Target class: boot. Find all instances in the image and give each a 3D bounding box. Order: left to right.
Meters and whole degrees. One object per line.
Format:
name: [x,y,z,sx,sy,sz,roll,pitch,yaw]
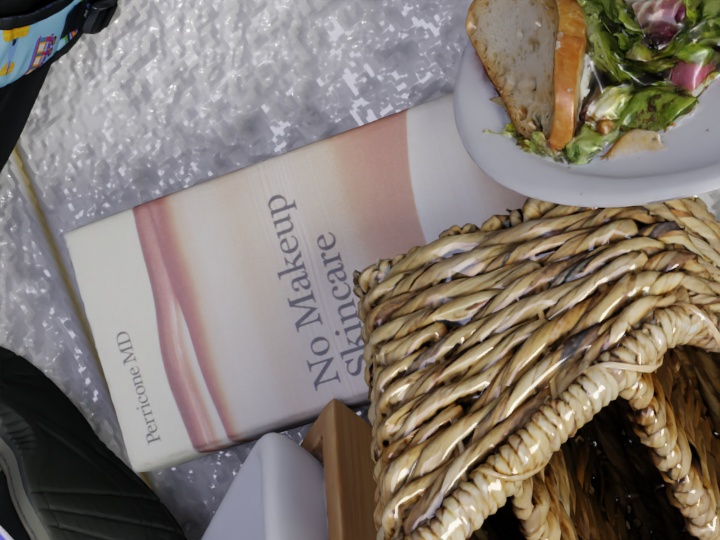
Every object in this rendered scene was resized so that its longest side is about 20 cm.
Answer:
boot: [-0.149,0.136,0.840,0.154,0.073,0.204,-59,43,13]

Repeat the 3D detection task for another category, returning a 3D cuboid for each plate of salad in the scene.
plate of salad: [0.116,-0.099,0.709,0.199,0.201,0.048,-24,124,14]

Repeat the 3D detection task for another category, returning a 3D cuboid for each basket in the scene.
basket: [0.097,0.088,0.718,0.142,0.150,0.201,-19,130,13]

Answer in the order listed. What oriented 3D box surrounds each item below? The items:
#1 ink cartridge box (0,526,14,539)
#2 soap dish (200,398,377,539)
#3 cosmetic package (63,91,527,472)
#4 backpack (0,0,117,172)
ink cartridge box: [-0.165,0.163,0.775,0.198,0.043,0.200,46,133,6]
soap dish: [-0.018,0.173,0.762,0.081,0.201,0.158,13,133,-18]
cosmetic package: [0.000,0.000,0.820,0.199,0.087,0.104,-20,86,15]
backpack: [-0.210,-0.078,0.819,0.134,0.200,0.183,32,99,13]
